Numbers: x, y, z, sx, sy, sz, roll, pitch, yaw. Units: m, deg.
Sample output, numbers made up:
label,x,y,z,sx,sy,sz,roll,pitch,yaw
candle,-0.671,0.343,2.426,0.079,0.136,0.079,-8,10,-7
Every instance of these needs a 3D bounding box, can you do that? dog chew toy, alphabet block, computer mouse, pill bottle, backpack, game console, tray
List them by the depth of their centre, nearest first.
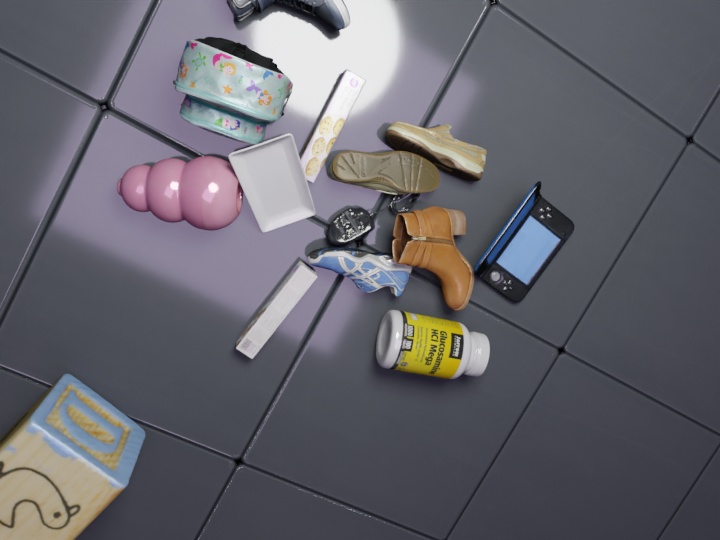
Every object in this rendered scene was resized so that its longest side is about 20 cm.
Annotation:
label,x,y,z,sx,sy,sz,roll,pitch,yaw
backpack,-0.200,-0.285,0.913,0.177,0.200,0.151,18,99,-15
dog chew toy,-0.302,-0.132,0.976,0.200,0.125,0.125,3,102,-3
tray,-0.147,-0.148,0.997,0.107,0.022,0.200,-21,145,-5
alphabet block,-0.523,0.335,1.000,0.195,0.196,0.200,44,92,-15
computer mouse,0.026,-0.105,1.088,0.200,0.034,0.059,-28,81,-8
game console,0.315,-0.046,1.106,0.171,0.118,0.200,34,95,-15
pill bottle,0.139,0.146,1.120,0.200,0.112,0.113,11,101,-13

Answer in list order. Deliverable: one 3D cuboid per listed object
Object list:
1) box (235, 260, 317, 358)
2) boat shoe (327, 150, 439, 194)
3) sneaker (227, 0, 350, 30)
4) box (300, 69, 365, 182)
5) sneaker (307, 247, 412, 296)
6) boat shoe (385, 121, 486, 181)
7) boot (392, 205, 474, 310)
label,x,y,z,sx,sy,sz,roll,pitch,yaw
box,-0.157,0.074,1.087,0.041,0.039,0.200,37,94,-17
boat shoe,0.043,-0.175,1.058,0.200,0.063,0.073,1,86,-14
sneaker,-0.128,-0.436,0.948,0.202,0.077,0.146,43,81,-7
box,-0.056,-0.251,1.023,0.041,0.039,0.200,27,97,-15
sneaker,0.000,0.000,1.080,0.200,0.076,0.077,9,97,-11
boat shoe,0.141,-0.233,1.065,0.200,0.072,0.076,21,84,-22
boot,0.128,-0.017,1.074,0.155,0.074,0.200,-6,91,-38
